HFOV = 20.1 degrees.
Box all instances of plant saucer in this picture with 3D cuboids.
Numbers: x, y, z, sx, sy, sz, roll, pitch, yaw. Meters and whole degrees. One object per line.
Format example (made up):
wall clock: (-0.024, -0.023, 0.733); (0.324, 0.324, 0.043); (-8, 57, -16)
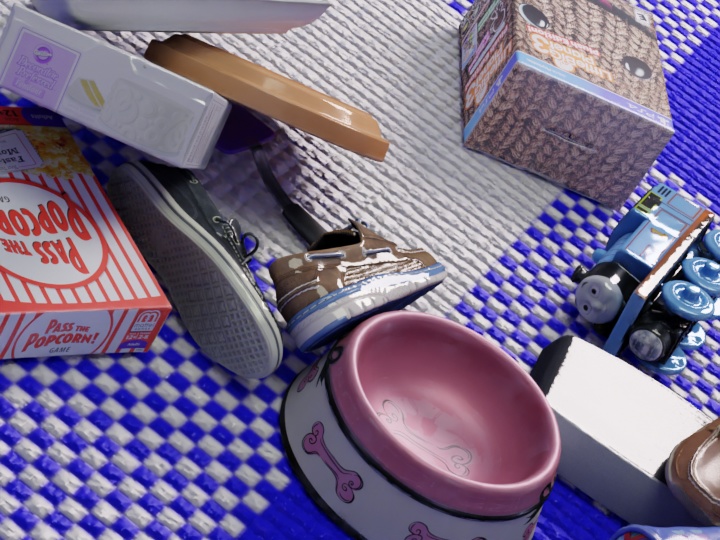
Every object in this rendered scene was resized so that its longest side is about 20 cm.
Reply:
plant saucer: (-0.068, -0.136, 1.553); (0.200, 0.032, 0.200); (24, 4, -2)

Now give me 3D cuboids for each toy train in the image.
toy train: (0.245, 0.009, 1.670); (0.114, 0.087, 0.200); (31, 35, 13)

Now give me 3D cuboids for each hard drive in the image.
hard drive: (0.212, 0.133, 1.520); (0.200, 0.042, 0.135); (34, 34, 1)

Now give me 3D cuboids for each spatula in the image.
spatula: (-0.062, -0.063, 1.560); (0.056, 0.021, 0.200); (-24, 65, -37)

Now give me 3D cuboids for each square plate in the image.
square plate: (-0.141, -0.194, 1.542); (0.197, 0.029, 0.200); (-1, 6, -16)

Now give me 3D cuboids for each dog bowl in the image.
dog bowl: (0.049, 0.110, 1.392); (0.199, 0.074, 0.201); (21, 37, -16)

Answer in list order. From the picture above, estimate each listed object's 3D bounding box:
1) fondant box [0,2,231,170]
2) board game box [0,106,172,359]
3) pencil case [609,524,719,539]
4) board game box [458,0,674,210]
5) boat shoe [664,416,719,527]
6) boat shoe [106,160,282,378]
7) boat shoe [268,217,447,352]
fondant box: (-0.169, -0.123, 1.408); (0.144, 0.058, 0.200); (24, 1, -1)
board game box: (-0.236, -0.028, 1.356); (0.151, 0.046, 0.200); (-2, 47, -41)
pencil case: (0.259, 0.223, 1.416); (0.199, 0.078, 0.087); (8, 50, -32)
board game box: (0.181, -0.174, 1.827); (0.159, 0.097, 0.200); (22, 35, -16)
boat shoe: (0.287, 0.124, 1.490); (0.076, 0.072, 0.200); (43, 35, 11)
boat shoe: (-0.104, -0.006, 1.414); (0.062, 0.075, 0.200); (-11, 48, -38)
boat shoe: (0.000, 0.000, 1.454); (0.073, 0.072, 0.200); (59, 24, 6)
